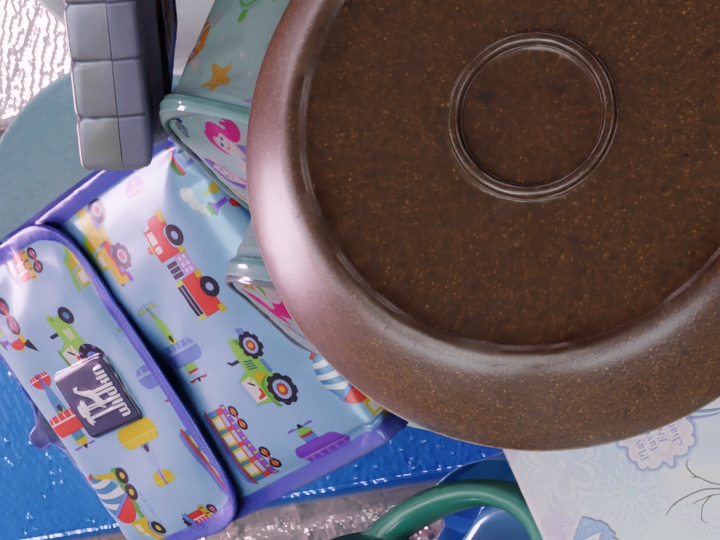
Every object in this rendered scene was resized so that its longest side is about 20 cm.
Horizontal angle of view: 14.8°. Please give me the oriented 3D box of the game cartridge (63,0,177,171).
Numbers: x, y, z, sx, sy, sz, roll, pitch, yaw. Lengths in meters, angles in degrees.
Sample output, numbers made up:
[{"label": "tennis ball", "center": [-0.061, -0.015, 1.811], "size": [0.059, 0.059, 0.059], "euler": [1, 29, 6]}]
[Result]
[{"label": "game cartridge", "center": [-0.090, -0.128, 1.031], "size": [0.038, 0.200, 0.130], "euler": [-8, 114, 1]}]

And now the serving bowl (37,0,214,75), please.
[{"label": "serving bowl", "center": [-0.072, -0.185, 1.148], "size": [0.200, 0.066, 0.200], "euler": [14, 119, 28]}]

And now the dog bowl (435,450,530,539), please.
[{"label": "dog bowl", "center": [0.066, 0.154, 1.226], "size": [0.111, 0.050, 0.200], "euler": [39, 127, 13]}]

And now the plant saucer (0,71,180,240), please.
[{"label": "plant saucer", "center": [-0.073, -0.007, 1.235], "size": [0.201, 0.039, 0.201], "euler": [6, 112, 16]}]

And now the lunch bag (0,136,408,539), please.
[{"label": "lunch bag", "center": [-0.074, 0.025, 1.147], "size": [0.200, 0.094, 0.151], "euler": [-32, 97, 40]}]

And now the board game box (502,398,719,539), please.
[{"label": "board game box", "center": [0.141, 0.023, 1.055], "size": [0.199, 0.043, 0.200], "euler": [-28, 79, 23]}]

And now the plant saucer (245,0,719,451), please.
[{"label": "plant saucer", "center": [0.056, -0.045, 0.864], "size": [0.200, 0.034, 0.201], "euler": [-3, 78, 15]}]

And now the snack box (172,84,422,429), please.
[{"label": "snack box", "center": [0.000, 0.000, 1.170], "size": [0.200, 0.037, 0.116], "euler": [14, 114, 13]}]

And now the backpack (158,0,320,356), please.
[{"label": "backpack", "center": [0.030, -0.033, 0.979], "size": [0.200, 0.178, 0.151], "euler": [25, 83, 22]}]

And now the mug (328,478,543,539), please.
[{"label": "mug", "center": [0.006, 0.175, 1.162], "size": [0.114, 0.185, 0.152], "euler": [33, 159, 24]}]
